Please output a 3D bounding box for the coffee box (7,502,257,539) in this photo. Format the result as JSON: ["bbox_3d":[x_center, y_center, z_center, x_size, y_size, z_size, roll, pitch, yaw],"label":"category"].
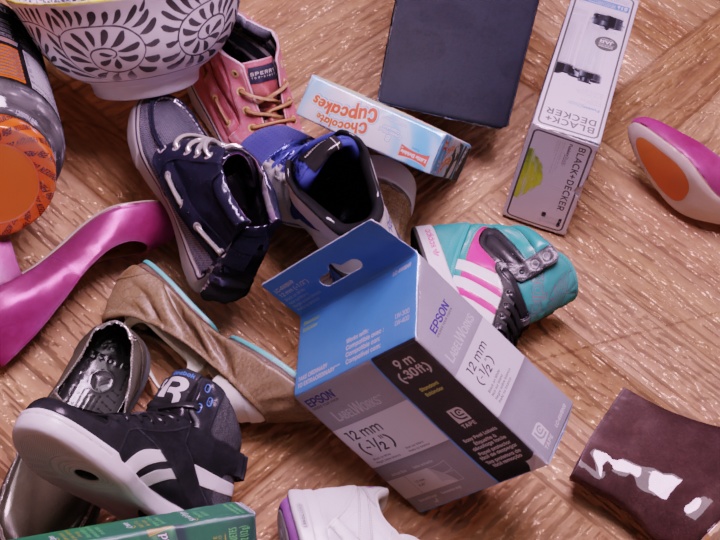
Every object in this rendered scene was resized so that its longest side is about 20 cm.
[{"bbox_3d":[-0.160,0.223,0.992,0.198,0.044,0.124,-5,96,-24],"label":"coffee box"}]

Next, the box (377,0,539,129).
[{"bbox_3d":[0.098,-0.264,1.374,0.123,0.201,0.197,11,33,-1],"label":"box"}]

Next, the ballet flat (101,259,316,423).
[{"bbox_3d":[-0.118,0.071,1.177,0.199,0.068,0.072,36,73,18],"label":"ballet flat"}]

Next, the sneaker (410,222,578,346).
[{"bbox_3d":[0.119,0.037,1.241,0.120,0.084,0.201,-11,52,-8],"label":"sneaker"}]

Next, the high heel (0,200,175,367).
[{"bbox_3d":[-0.208,0.007,1.215,0.199,0.067,0.097,-14,77,-34],"label":"high heel"}]

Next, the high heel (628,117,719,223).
[{"bbox_3d":[0.331,-0.082,1.372,0.200,0.067,0.096,40,66,14],"label":"high heel"}]

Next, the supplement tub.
[{"bbox_3d":[-0.298,-0.120,1.223,0.121,0.123,0.200,-5,36,-16],"label":"supplement tub"}]

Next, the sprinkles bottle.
[{"bbox_3d":[0.000,0.000,1.250,0.068,0.068,0.201,12,50,-2],"label":"sprinkles bottle"}]

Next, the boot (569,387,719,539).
[{"bbox_3d":[0.271,0.133,1.194,0.166,0.073,0.200,34,56,14],"label":"boot"}]

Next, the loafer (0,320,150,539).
[{"bbox_3d":[-0.205,0.117,1.098,0.075,0.070,0.201,16,61,2],"label":"loafer"}]

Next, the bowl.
[{"bbox_3d":[-0.181,-0.194,1.268,0.199,0.095,0.201,-6,21,2],"label":"bowl"}]

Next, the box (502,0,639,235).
[{"bbox_3d":[0.185,-0.145,1.378,0.060,0.117,0.201,18,50,3],"label":"box"}]

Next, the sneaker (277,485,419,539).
[{"bbox_3d":[0.010,0.226,1.060,0.099,0.075,0.201,-8,53,-16],"label":"sneaker"}]

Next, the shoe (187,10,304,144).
[{"bbox_3d":[-0.085,-0.134,1.328,0.071,0.091,0.201,-20,58,-26],"label":"shoe"}]

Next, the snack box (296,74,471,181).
[{"bbox_3d":[0.024,-0.114,1.287,0.115,0.037,0.200,24,5,8],"label":"snack box"}]

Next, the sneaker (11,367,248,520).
[{"bbox_3d":[-0.150,0.105,1.055,0.073,0.200,0.113,-2,59,32],"label":"sneaker"}]

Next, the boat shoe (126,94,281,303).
[{"bbox_3d":[-0.117,-0.081,1.212,0.074,0.093,0.201,-5,56,-36],"label":"boat shoe"}]

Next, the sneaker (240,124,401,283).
[{"bbox_3d":[-0.028,-0.071,1.196,0.080,0.116,0.200,-30,48,-14],"label":"sneaker"}]

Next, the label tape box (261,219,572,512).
[{"bbox_3d":[0.028,0.071,1.096,0.200,0.143,0.066,42,50,-17],"label":"label tape box"}]
